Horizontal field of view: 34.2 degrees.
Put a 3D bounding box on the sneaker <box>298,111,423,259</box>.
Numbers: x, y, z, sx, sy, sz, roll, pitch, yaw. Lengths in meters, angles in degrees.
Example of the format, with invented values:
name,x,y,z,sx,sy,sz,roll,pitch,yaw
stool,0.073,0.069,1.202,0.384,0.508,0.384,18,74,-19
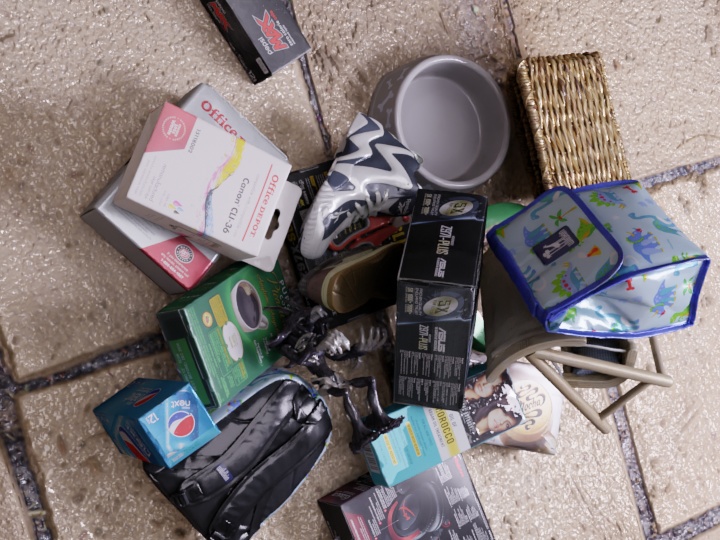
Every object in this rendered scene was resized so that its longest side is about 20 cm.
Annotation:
name,x,y,z,sx,sy,sz,roll,pitch,yaw
sneaker,0.014,-0.081,1.400,0.129,0.080,0.200,26,58,-5

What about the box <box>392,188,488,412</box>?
name,x,y,z,sx,sy,sz,roll,pitch,yaw
box,0.093,0.034,1.360,0.086,0.201,0.164,7,41,8

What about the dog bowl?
name,x,y,z,sx,sy,sz,roll,pitch,yaw
dog bowl,0.110,-0.190,1.534,0.199,0.059,0.201,3,84,-25

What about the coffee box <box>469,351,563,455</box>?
name,x,y,z,sx,sy,sz,roll,pitch,yaw
coffee box,0.157,0.167,1.513,0.199,0.080,0.114,14,82,-24

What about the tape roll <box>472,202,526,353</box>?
name,x,y,z,sx,sy,sz,roll,pitch,yaw
tape roll,0.190,0.011,1.561,0.200,0.048,0.201,3,84,-26

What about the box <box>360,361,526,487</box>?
name,x,y,z,sx,sy,sz,roll,pitch,yaw
box,0.096,0.184,1.412,0.199,0.049,0.083,-22,94,-21

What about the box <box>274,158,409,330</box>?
name,x,y,z,sx,sy,sz,roll,pitch,yaw
box,-0.014,-0.042,1.466,0.159,0.049,0.201,-20,94,-29

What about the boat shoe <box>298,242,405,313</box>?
name,x,y,z,sx,sy,sz,roll,pitch,yaw
boat shoe,0.000,0.000,1.384,0.200,0.065,0.074,-14,116,-59

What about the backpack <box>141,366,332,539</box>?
name,x,y,z,sx,sy,sz,roll,pitch,yaw
backpack,-0.129,0.200,1.347,0.200,0.154,0.163,-42,107,-2

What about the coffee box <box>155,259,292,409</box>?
name,x,y,z,sx,sy,sz,roll,pitch,yaw
coffee box,-0.144,0.064,1.335,0.200,0.044,0.123,-40,116,-56

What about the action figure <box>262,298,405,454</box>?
name,x,y,z,sx,sy,sz,roll,pitch,yaw
action figure,-0.025,0.099,1.321,0.200,0.102,0.119,55,33,11

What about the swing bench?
name,x,y,z,sx,sy,sz,roll,pitch,yaw
swing bench,0.255,0.062,1.441,0.200,0.130,0.199,26,38,-23

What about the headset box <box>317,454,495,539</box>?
name,x,y,z,sx,sy,sz,roll,pitch,yaw
headset box,0.051,0.318,1.451,0.200,0.075,0.149,-25,96,-26

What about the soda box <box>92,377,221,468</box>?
name,x,y,z,sx,sy,sz,roll,pitch,yaw
soda box,-0.224,0.161,1.261,0.068,0.200,0.064,-35,101,-24

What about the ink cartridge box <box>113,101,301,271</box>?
name,x,y,z,sx,sy,sz,roll,pitch,yaw
ink cartridge box,-0.156,-0.088,1.296,0.199,0.067,0.117,25,76,-22

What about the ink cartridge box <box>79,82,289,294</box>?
name,x,y,z,sx,sy,sz,roll,pitch,yaw
ink cartridge box,-0.201,-0.093,1.359,0.146,0.083,0.200,43,70,-16

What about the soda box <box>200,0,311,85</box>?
name,x,y,z,sx,sy,sz,roll,pitch,yaw
soda box,-0.147,-0.331,1.418,0.071,0.063,0.200,-38,102,-24

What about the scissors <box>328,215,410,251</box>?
name,x,y,z,sx,sy,sz,roll,pitch,yaw
scissors,0.043,-0.068,1.463,0.200,0.014,0.073,-35,99,-24

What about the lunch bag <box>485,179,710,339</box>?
name,x,y,z,sx,sy,sz,roll,pitch,yaw
lunch bag,0.263,-0.010,1.329,0.199,0.170,0.128,-11,129,-14

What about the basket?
name,x,y,z,sx,sy,sz,roll,pitch,yaw
basket,0.244,-0.176,1.548,0.149,0.143,0.201,-13,88,-31
